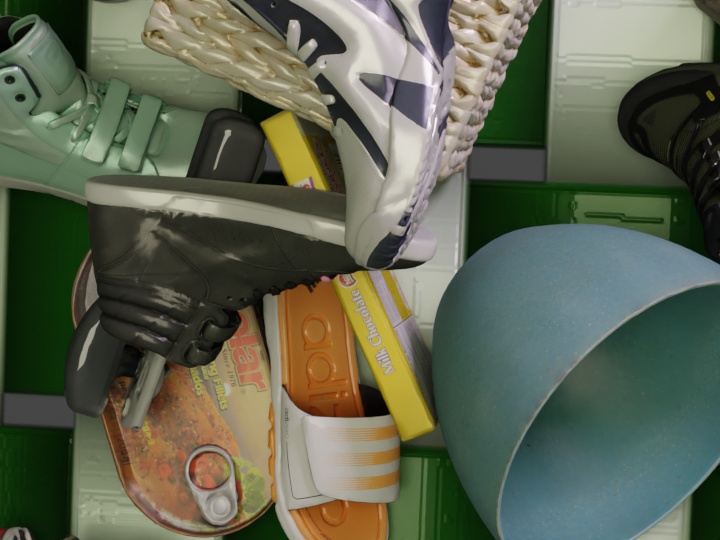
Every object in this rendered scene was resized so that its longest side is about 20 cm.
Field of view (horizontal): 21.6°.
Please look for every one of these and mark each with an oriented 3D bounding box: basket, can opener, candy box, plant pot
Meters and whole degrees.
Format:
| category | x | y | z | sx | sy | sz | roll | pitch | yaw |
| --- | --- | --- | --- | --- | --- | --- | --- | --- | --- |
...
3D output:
| category | x | y | z | sx | sy | sz | roll | pitch | yaw |
| --- | --- | --- | --- | --- | --- | --- | --- | --- | --- |
| basket | 0.000 | -0.163 | 1.064 | 0.199 | 0.198 | 0.161 | 25 | 97 | 4 |
| can opener | -0.118 | -0.001 | 1.102 | 0.067 | 0.053 | 0.201 | 16 | 102 | -17 |
| candy box | 0.000 | 0.000 | 1.118 | 0.026 | 0.102 | 0.201 | -24 | 89 | 11 |
| plant pot | 0.117 | 0.052 | 1.080 | 0.200 | 0.200 | 0.135 | -50 | 52 | 6 |

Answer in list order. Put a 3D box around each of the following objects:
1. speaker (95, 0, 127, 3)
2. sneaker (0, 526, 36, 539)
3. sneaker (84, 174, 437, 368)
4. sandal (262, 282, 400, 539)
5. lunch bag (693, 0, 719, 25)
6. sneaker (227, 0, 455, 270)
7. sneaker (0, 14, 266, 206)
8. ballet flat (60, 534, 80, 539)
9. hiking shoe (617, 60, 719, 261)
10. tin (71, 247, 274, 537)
| category | x | y | z | sx | sy | sz | roll | pitch | yaw |
| --- | --- | --- | --- | --- | --- | --- | --- | --- | --- |
| speaker | -0.167 | -0.202 | 1.077 | 0.081 | 0.200 | 0.082 | 0 | 92 | 6 |
| sneaker | -0.241 | 0.257 | 1.169 | 0.085 | 0.077 | 0.201 | 7 | 91 | 13 |
| sneaker | -0.058 | 0.006 | 1.045 | 0.199 | 0.071 | 0.100 | 7 | 102 | 9 |
| sandal | -0.015 | 0.079 | 1.128 | 0.079 | 0.059 | 0.208 | -10 | 91 | -37 |
| lunch bag | 0.295 | -0.141 | 1.049 | 0.200 | 0.164 | 0.118 | 41 | 90 | 4 |
| sneaker | -0.019 | -0.107 | 0.938 | 0.129 | 0.079 | 0.200 | 10 | 100 | 8 |
| sneaker | -0.158 | -0.093 | 1.116 | 0.199 | 0.118 | 0.074 | 6 | 57 | 7 |
| ballet flat | -0.104 | 0.211 | 1.153 | 0.200 | 0.072 | 0.072 | 23 | 95 | -8 |
| hiking shoe | 0.213 | -0.055 | 1.062 | 0.200 | 0.101 | 0.076 | 27 | 138 | 38 |
| tin | -0.107 | 0.064 | 1.164 | 0.112 | 0.042 | 0.201 | -16 | 91 | 10 |
